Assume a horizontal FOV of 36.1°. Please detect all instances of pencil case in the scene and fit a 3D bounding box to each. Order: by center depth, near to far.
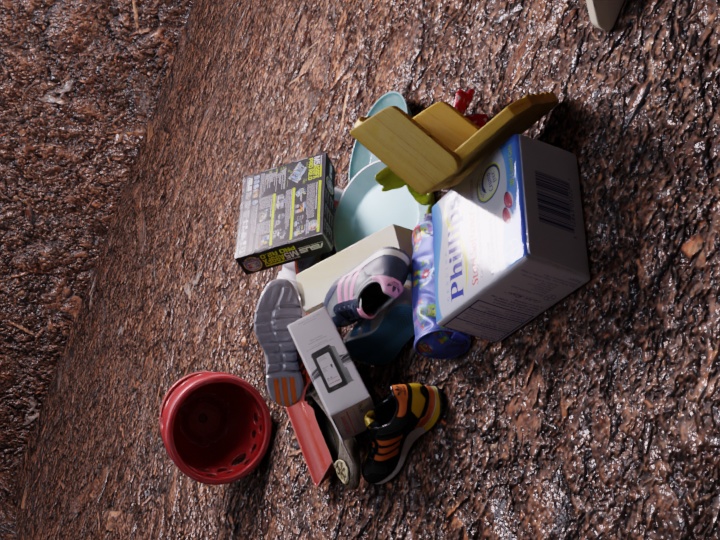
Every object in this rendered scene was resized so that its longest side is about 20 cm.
[{"bbox_3d":[0.113,0.021,1.551,0.087,0.078,0.202,-30,48,42],"label":"pencil case"}]

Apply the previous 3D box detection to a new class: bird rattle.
[{"bbox_3d":[0.104,-0.195,1.658,0.201,0.112,0.163,-58,17,16],"label":"bird rattle"}]

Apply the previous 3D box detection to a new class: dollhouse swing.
[{"bbox_3d":[0.127,-0.207,1.451,0.181,0.200,0.177,41,115,14],"label":"dollhouse swing"}]

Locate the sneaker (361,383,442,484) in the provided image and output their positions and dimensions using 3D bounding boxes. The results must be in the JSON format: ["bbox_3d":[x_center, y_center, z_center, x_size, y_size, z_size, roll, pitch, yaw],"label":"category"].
[{"bbox_3d":[0.034,0.228,1.582,0.201,0.089,0.070,-56,31,35],"label":"sneaker"}]

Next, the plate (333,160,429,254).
[{"bbox_3d":[0.038,-0.079,1.766,0.199,0.025,0.203,-13,70,38],"label":"plate"}]

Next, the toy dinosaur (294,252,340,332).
[{"bbox_3d":[-0.073,0.023,1.867,0.198,0.105,0.184,15,86,36],"label":"toy dinosaur"}]

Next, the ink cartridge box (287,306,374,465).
[{"bbox_3d":[-0.030,0.170,1.621,0.116,0.067,0.201,72,172,-62],"label":"ink cartridge box"}]

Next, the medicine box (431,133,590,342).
[{"bbox_3d":[0.185,-0.037,1.407,0.200,0.102,0.184,-41,41,48],"label":"medicine box"}]

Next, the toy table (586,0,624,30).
[{"bbox_3d":[0.298,-0.405,1.366,0.185,0.116,0.201,-63,28,23],"label":"toy table"}]

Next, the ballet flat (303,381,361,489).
[{"bbox_3d":[-0.045,0.248,1.689,0.068,0.046,0.201,-63,36,40],"label":"ballet flat"}]

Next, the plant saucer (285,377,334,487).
[{"bbox_3d":[-0.052,0.211,1.791,0.201,0.036,0.201,-62,38,34],"label":"plant saucer"}]

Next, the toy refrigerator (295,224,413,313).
[{"bbox_3d":[0.000,0.000,1.706,0.199,0.076,0.071,-27,67,31],"label":"toy refrigerator"}]

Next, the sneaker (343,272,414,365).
[{"bbox_3d":[0.040,0.078,1.690,0.200,0.076,0.081,-42,25,46],"label":"sneaker"}]

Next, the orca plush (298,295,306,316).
[{"bbox_3d":[-0.087,0.117,1.934,0.071,0.104,0.203,-25,-67,-88],"label":"orca plush"}]

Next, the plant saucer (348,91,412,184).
[{"bbox_3d":[0.042,-0.201,1.874,0.200,0.036,0.202,-40,42,49],"label":"plant saucer"}]

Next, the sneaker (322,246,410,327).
[{"bbox_3d":[-0.002,0.044,1.619,0.200,0.070,0.083,-45,24,46],"label":"sneaker"}]

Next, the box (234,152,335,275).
[{"bbox_3d":[-0.123,-0.097,1.846,0.158,0.044,0.201,-15,44,15],"label":"box"}]

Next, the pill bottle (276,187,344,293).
[{"bbox_3d":[-0.085,-0.052,1.963,0.111,0.110,0.202,33,106,64],"label":"pill bottle"}]

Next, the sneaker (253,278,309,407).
[{"bbox_3d":[-0.123,0.111,1.768,0.112,0.076,0.203,-43,-48,-84],"label":"sneaker"}]

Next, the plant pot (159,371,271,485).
[{"bbox_3d":[-0.282,0.290,2.087,0.182,0.198,0.203,176,108,-71],"label":"plant pot"}]
